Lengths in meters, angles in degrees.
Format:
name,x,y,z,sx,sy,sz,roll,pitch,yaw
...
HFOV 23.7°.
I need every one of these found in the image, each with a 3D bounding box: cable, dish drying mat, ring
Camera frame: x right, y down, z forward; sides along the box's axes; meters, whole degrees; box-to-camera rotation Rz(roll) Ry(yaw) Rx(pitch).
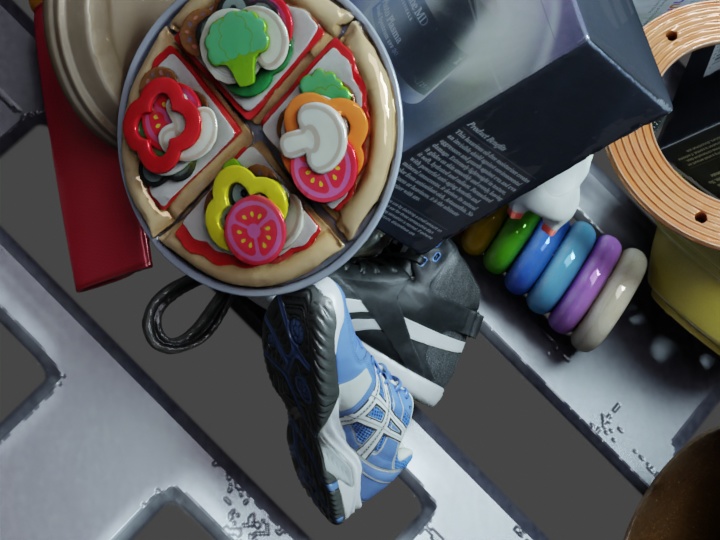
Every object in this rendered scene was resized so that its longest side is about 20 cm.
name,x,y,z,sx,sy,sz,roll,pitch,yaw
cable,-0.063,-0.011,1.193,0.198,0.050,0.098,-21,100,-25
dish drying mat,-0.183,-0.092,1.168,0.018,0.076,0.203,-3,79,-52
ring,0.262,-0.098,1.180,0.198,0.019,0.203,1,64,-3

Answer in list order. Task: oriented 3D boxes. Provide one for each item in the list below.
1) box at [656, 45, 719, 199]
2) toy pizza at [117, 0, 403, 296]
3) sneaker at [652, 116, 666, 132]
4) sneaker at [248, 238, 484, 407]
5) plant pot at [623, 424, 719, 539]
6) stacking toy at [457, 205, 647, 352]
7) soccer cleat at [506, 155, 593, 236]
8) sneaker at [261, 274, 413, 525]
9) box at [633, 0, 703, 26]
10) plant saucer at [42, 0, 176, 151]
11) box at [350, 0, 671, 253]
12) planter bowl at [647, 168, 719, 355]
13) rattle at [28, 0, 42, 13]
name,x,y,z,sx,sy,sz,roll,pitch,yaw
box,0.361,-0.131,1.315,0.197,0.123,0.202,33,65,-18
toy pizza,-0.068,-0.085,1.048,0.198,0.032,0.203,1,91,24
sneaker,0.160,-0.143,1.240,0.199,0.081,0.087,28,19,-38
sneaker,0.000,0.000,1.171,0.199,0.073,0.113,34,83,-31
plant pot,0.308,0.230,1.182,0.199,0.186,0.189,28,65,-23
stacking toy,0.106,-0.026,1.249,0.199,0.086,0.086,33,66,3
soccer cleat,0.133,-0.093,1.222,0.069,0.200,0.078,23,111,-11
sneaker,-0.012,0.075,1.122,0.076,0.201,0.076,-27,47,-20
box,0.171,-0.282,1.339,0.174,0.097,0.202,-6,74,-17
plant saucer,-0.120,-0.171,1.137,0.199,0.029,0.203,-6,99,-42
box,0.065,-0.156,1.107,0.123,0.197,0.202,28,39,-50
planter bowl,0.272,0.013,1.254,0.200,0.200,0.084,37,102,-3
rattle,-0.117,-0.190,1.254,0.199,0.142,0.132,-33,117,-38
